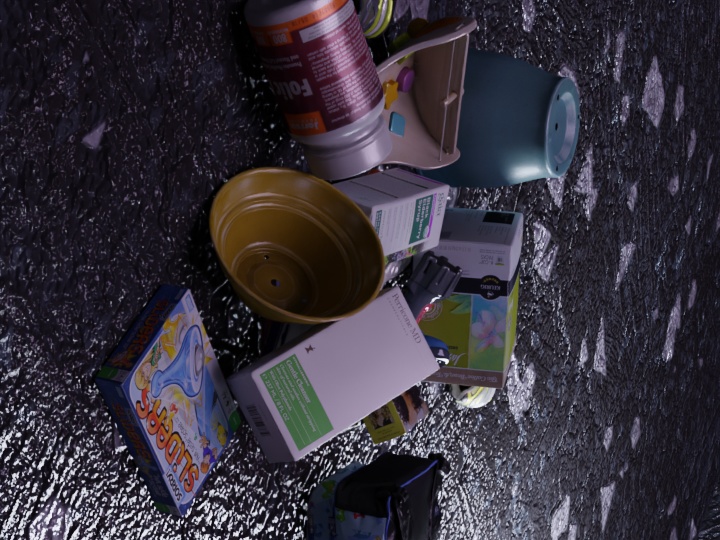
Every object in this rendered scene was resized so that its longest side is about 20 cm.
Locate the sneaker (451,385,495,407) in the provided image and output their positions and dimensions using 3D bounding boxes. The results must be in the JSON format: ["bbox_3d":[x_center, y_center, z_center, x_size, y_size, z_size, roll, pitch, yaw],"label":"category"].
[{"bbox_3d":[0.180,0.109,2.144,0.076,0.075,0.202,0,97,-64],"label":"sneaker"}]

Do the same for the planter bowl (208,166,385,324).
[{"bbox_3d":[-0.079,-0.007,1.523,0.201,0.200,0.084,-52,177,-44],"label":"planter bowl"}]

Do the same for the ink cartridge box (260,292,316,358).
[{"bbox_3d":[-0.069,0.103,1.637,0.200,0.039,0.100,51,54,-59],"label":"ink cartridge box"}]

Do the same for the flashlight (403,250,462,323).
[{"bbox_3d":[0.062,0.075,1.819,0.201,0.068,0.068,-59,175,13],"label":"flashlight"}]

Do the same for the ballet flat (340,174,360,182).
[{"bbox_3d":[-0.023,-0.184,1.637,0.069,0.067,0.201,-83,162,-48],"label":"ballet flat"}]

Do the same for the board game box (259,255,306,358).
[{"bbox_3d":[-0.081,0.047,1.658,0.103,0.019,0.202,-13,110,-63],"label":"board game box"}]

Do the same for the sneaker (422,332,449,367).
[{"bbox_3d":[0.037,0.081,1.730,0.066,0.199,0.079,20,75,-33],"label":"sneaker"}]

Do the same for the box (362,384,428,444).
[{"bbox_3d":[0.007,0.091,1.631,0.202,0.050,0.075,64,28,-4],"label":"box"}]

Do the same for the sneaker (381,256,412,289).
[{"bbox_3d":[0.000,0.000,1.762,0.201,0.073,0.080,-58,137,-49],"label":"sneaker"}]

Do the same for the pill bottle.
[{"bbox_3d":[-0.040,-0.207,1.519,0.114,0.113,0.201,-51,129,-45],"label":"pill bottle"}]

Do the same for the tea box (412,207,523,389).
[{"bbox_3d":[0.145,0.033,1.928,0.200,0.132,0.199,-52,144,-72],"label":"tea box"}]

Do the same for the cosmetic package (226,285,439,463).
[{"bbox_3d":[-0.029,0.110,1.521,0.199,0.085,0.108,-31,95,-25],"label":"cosmetic package"}]

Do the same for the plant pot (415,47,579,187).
[{"bbox_3d":[0.192,-0.201,1.945,0.200,0.186,0.202,-32,126,-57],"label":"plant pot"}]

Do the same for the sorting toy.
[{"bbox_3d":[0.043,-0.208,1.753,0.179,0.106,0.201,-33,143,-37],"label":"sorting toy"}]

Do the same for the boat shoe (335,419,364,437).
[{"bbox_3d":[-0.019,0.157,1.649,0.200,0.056,0.069,-22,118,-61],"label":"boat shoe"}]

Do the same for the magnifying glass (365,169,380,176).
[{"bbox_3d":[-0.026,-0.059,1.688,0.200,0.022,0.080,-52,142,-45],"label":"magnifying glass"}]

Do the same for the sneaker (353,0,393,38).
[{"bbox_3d":[-0.002,-0.364,1.635,0.081,0.073,0.202,-25,119,-56],"label":"sneaker"}]

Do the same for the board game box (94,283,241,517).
[{"bbox_3d":[-0.191,0.133,1.446,0.136,0.034,0.201,-59,146,-38],"label":"board game box"}]

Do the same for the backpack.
[{"bbox_3d":[0.020,0.345,1.811,0.183,0.146,0.202,-23,115,-61],"label":"backpack"}]

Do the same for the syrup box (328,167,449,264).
[{"bbox_3d":[0.024,-0.061,1.669,0.199,0.081,0.080,-19,124,-58],"label":"syrup box"}]
